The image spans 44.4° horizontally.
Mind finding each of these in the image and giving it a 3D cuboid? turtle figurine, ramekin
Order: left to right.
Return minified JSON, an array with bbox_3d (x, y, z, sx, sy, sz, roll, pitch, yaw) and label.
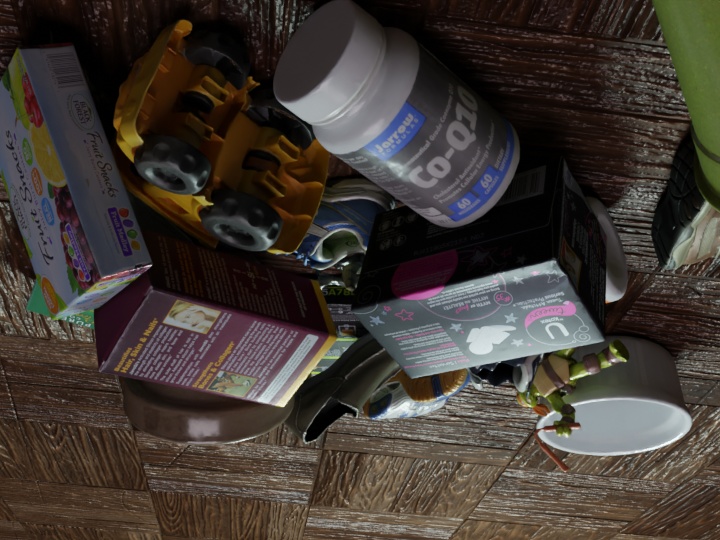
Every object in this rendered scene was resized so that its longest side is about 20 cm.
[{"bbox_3d":[0.252,0.132,1.093,0.161,0.200,0.064,-42,144,24],"label":"turtle figurine"},{"bbox_3d":[0.336,0.169,1.190,0.199,0.098,0.201,3,149,2],"label":"ramekin"}]

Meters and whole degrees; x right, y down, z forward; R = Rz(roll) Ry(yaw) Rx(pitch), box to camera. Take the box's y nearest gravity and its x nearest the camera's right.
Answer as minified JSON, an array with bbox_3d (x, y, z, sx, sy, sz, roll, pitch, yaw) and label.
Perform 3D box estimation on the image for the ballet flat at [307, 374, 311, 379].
[{"bbox_3d":[-0.139,0.113,1.162,0.199,0.071,0.071,16,161,40],"label":"ballet flat"}]

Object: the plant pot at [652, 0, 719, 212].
[{"bbox_3d":[0.290,-0.166,0.605,0.199,0.201,0.190,-21,127,34],"label":"plant pot"}]

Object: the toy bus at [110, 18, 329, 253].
[{"bbox_3d":[-0.157,-0.107,0.791,0.191,0.136,0.200,-2,151,41],"label":"toy bus"}]

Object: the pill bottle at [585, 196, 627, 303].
[{"bbox_3d":[0.168,0.002,0.929,0.199,0.110,0.109,-19,142,31],"label":"pill bottle"}]

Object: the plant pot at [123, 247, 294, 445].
[{"bbox_3d":[-0.171,0.073,0.997,0.199,0.200,0.175,3,110,1],"label":"plant pot"}]

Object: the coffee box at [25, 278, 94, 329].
[{"bbox_3d":[-0.317,0.005,1.045,0.122,0.044,0.200,17,145,-19],"label":"coffee box"}]

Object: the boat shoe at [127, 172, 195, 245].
[{"bbox_3d":[-0.211,-0.034,0.891,0.075,0.060,0.200,-31,107,3],"label":"boat shoe"}]

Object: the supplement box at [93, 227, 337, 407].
[{"bbox_3d":[-0.138,0.050,0.843,0.199,0.086,0.110,18,122,-34],"label":"supplement box"}]

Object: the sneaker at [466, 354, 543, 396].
[{"bbox_3d":[0.202,0.078,1.005,0.198,0.130,0.080,-13,145,2],"label":"sneaker"}]

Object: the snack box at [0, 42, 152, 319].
[{"bbox_3d":[-0.258,-0.072,0.763,0.053,0.201,0.142,-17,174,-37],"label":"snack box"}]

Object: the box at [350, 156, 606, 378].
[{"bbox_3d":[0.112,0.002,0.807,0.199,0.133,0.115,-15,131,31],"label":"box"}]

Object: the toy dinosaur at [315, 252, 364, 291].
[{"bbox_3d":[0.000,0.000,0.959,0.088,0.048,0.200,-2,-174,27],"label":"toy dinosaur"}]

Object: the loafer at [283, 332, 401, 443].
[{"bbox_3d":[-0.006,0.144,1.073,0.200,0.070,0.075,-36,140,6],"label":"loafer"}]

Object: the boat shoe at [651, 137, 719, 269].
[{"bbox_3d":[0.337,-0.067,0.846,0.073,0.076,0.200,-4,156,2],"label":"boat shoe"}]

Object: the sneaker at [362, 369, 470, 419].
[{"bbox_3d":[0.087,0.142,1.133,0.088,0.076,0.200,9,157,-34],"label":"sneaker"}]

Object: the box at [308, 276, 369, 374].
[{"bbox_3d":[0.009,0.074,1.123,0.199,0.048,0.193,-1,150,5],"label":"box"}]

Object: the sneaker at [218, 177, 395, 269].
[{"bbox_3d":[-0.064,-0.044,0.910,0.199,0.077,0.076,-7,148,19],"label":"sneaker"}]

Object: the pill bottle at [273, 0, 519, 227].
[{"bbox_3d":[0.032,-0.127,0.732,0.114,0.114,0.200,-25,139,38],"label":"pill bottle"}]
